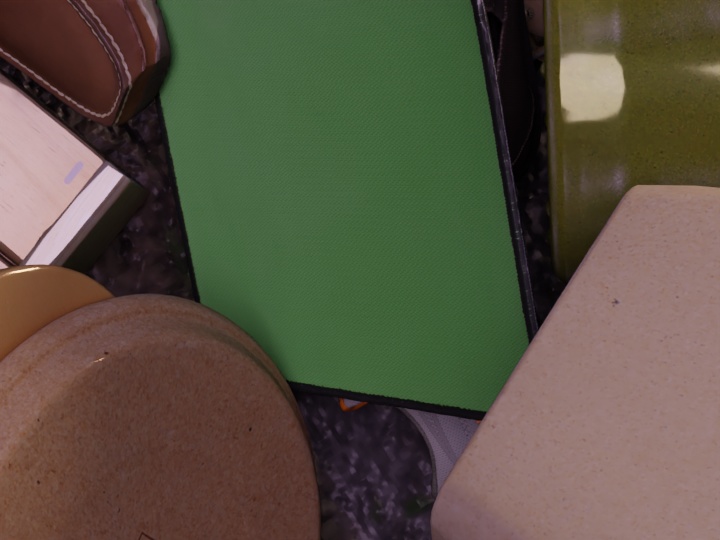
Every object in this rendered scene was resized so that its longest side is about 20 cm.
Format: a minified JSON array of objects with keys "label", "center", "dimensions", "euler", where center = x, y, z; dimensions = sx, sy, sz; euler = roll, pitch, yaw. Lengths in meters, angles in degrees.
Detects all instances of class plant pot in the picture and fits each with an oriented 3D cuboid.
[{"label":"plant pot","center":[0.132,0.089,0.852],"dimensions":[0.177,0.200,0.200],"euler":[25,64,20]},{"label":"plant pot","center":[0.158,-0.062,0.932],"dimensions":[0.192,0.200,0.201],"euler":[-2,84,4]}]

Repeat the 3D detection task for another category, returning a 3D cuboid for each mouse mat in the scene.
[{"label":"mouse mat","center":[-0.010,-0.029,0.964],"dimensions":[0.008,0.200,0.161],"euler":[-19,106,-35]}]

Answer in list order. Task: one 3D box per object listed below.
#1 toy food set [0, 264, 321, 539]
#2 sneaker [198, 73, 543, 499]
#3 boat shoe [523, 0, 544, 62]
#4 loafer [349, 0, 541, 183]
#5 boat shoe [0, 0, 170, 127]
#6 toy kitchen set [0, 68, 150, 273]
[{"label":"toy food set","center":[-0.092,0.105,0.968],"dimensions":[0.049,0.200,0.198],"euler":[10,85,43]},{"label":"sneaker","center":[0.000,0.000,1.016],"dimensions":[0.079,0.074,0.200],"euler":[-41,81,8]},{"label":"boat shoe","center":[0.077,-0.111,1.019],"dimensions":[0.200,0.072,0.065],"euler":[-18,82,-1]},{"label":"loafer","center":[0.025,-0.112,0.951],"dimensions":[0.073,0.071,0.200],"euler":[-14,109,9]},{"label":"boat shoe","center":[-0.158,-0.126,1.032],"dimensions":[0.200,0.076,0.074],"euler":[44,48,17]},{"label":"toy kitchen set","center":[-0.151,0.042,0.975],"dimensions":[0.163,0.180,0.200],"euler":[39,90,8]}]
